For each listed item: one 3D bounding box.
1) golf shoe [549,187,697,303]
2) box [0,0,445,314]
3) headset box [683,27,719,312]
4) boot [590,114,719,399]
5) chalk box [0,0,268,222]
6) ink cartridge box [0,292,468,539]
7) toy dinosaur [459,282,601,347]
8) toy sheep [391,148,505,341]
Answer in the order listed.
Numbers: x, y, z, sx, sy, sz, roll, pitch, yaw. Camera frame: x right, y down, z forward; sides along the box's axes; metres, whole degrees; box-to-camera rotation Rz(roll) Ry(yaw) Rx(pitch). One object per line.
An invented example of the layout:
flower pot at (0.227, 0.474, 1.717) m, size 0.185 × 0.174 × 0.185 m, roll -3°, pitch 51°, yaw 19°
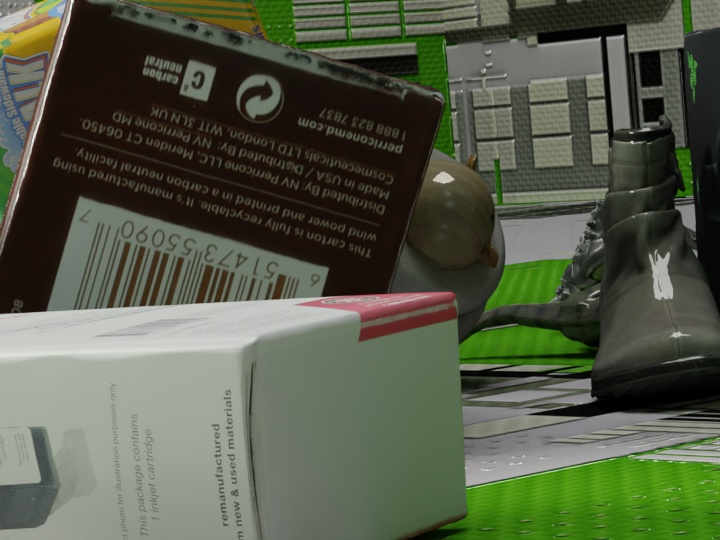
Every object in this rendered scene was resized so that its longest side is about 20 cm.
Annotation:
golf shoe at (0.170, 0.008, 1.729) m, size 0.094 × 0.078 × 0.200 m, roll 24°, pitch -5°, yaw 2°
box at (-0.071, -0.022, 1.260) m, size 0.166 × 0.164 × 0.200 m, roll 15°, pitch 2°, yaw -6°
headset box at (0.223, -0.040, 1.415) m, size 0.093 × 0.174 × 0.200 m, roll -4°, pitch 4°, yaw -2°
boot at (0.137, -0.008, 1.371) m, size 0.068 × 0.131 × 0.200 m, roll -5°, pitch 3°, yaw 2°
chalk box at (-0.137, -0.074, 1.421) m, size 0.200 × 0.124 × 0.124 m, roll -22°, pitch 14°, yaw -2°
ink cartridge box at (-0.083, 0.057, 0.964) m, size 0.200 × 0.085 × 0.146 m, roll -1°, pitch 4°, yaw 29°
toy dinosaur at (0.137, 0.024, 1.605) m, size 0.200 × 0.048 × 0.088 m, roll -7°, pitch 8°, yaw 41°
toy sheep at (0.000, 0.000, 1.496) m, size 0.138 × 0.138 × 0.200 m, roll -8°, pitch -17°, yaw -41°
